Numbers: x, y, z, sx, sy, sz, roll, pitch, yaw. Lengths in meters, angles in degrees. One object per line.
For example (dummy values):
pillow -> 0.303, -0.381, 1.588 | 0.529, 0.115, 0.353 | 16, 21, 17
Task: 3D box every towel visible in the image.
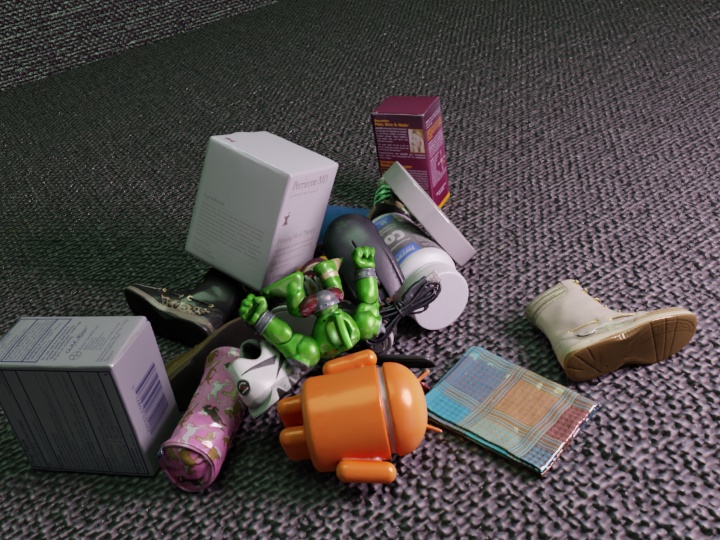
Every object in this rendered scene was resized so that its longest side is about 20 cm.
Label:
towel -> 0.185, 0.173, 0.981 | 0.197, 0.022, 0.146 | 21, 45, 39

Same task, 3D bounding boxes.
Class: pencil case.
pencil case -> -0.198, 0.190, 1.012 | 0.084, 0.084, 0.202 | 14, 37, 4

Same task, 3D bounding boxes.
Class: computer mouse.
computer mouse -> 0.012, -0.011, 1.083 | 0.137, 0.053, 0.201 | -36, 63, -2

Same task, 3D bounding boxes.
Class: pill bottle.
pill bottle -> 0.080, 0.000, 1.188 | 0.111, 0.116, 0.200 | -20, 33, -15

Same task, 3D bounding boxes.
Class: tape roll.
tape roll -> 0.112, -0.094, 1.252 | 0.037, 0.202, 0.204 | -42, 33, 8

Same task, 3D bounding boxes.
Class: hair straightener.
hair straightener -> 0.017, 0.119, 1.082 | 0.196, 0.041, 0.079 | 4, 67, 32

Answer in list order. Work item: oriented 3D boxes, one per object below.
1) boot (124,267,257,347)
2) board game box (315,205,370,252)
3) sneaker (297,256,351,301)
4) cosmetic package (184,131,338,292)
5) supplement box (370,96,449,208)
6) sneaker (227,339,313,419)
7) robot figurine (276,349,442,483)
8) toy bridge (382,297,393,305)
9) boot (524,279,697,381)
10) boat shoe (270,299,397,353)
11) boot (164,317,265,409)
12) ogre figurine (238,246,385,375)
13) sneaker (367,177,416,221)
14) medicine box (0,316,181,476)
boot -> -0.280, 0.041, 1.268 | 0.196, 0.075, 0.151 | 16, 42, 30
board game box -> -0.063, -0.070, 1.410 | 0.195, 0.040, 0.158 | 7, 30, 22
sneaker -> -0.058, 0.022, 1.208 | 0.088, 0.077, 0.200 | -23, 8, -9
cosmetic package -> -0.163, -0.104, 1.264 | 0.163, 0.205, 0.167 | 25, 22, 19
supplement box -> 0.096, -0.214, 1.426 | 0.108, 0.204, 0.086 | 8, 35, 27
sneaker -> -0.117, 0.123, 1.026 | 0.074, 0.089, 0.200 | -40, -3, 13
robot figurine -> -0.002, 0.181, 0.938 | 0.194, 0.120, 0.144 | -12, 18, 0
toy bridge -> 0.000, 0.000, 1.206 | 0.027, 0.069, 0.200 | -20, 16, -13
boot -> 0.342, 0.066, 1.054 | 0.195, 0.074, 0.155 | -15, 30, -6
boat shoe -> -0.039, 0.075, 1.147 | 0.194, 0.076, 0.061 | 4, 35, 17
boot -> -0.226, 0.122, 1.141 | 0.198, 0.075, 0.075 | -36, 30, -30
ogre figurine -> -0.051, 0.056, 1.003 | 0.197, 0.122, 0.098 | -19, -11, -41
sneaker -> 0.042, -0.118, 1.329 | 0.075, 0.091, 0.200 | -23, -4, 10
medicine box -> -0.361, 0.164, 1.004 | 0.194, 0.186, 0.104 | 0, 32, 15
